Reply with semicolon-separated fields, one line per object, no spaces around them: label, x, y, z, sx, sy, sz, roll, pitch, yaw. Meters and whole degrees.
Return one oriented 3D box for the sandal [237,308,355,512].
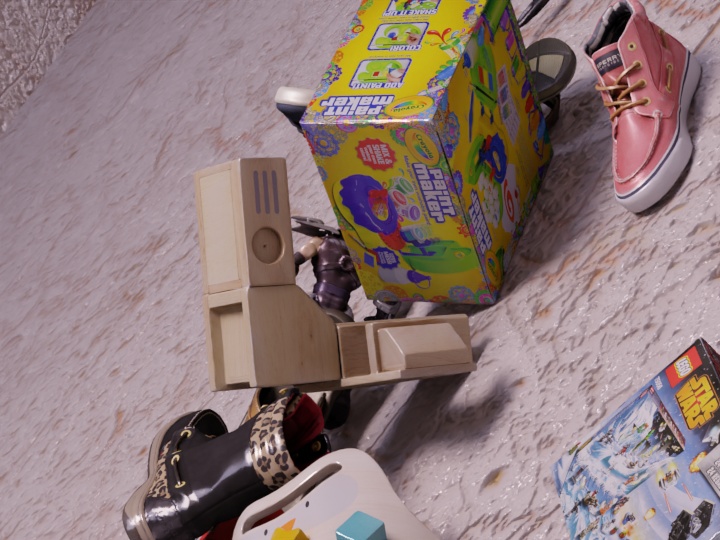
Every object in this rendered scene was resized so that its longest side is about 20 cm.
sandal;-0.057;0.121;1.761;0.201;0.081;0.055;-63;-14;-10

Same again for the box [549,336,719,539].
box;0.192;0.140;1.326;0.137;0.040;0.200;-43;20;16

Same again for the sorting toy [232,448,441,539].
sorting toy;-0.034;0.212;1.484;0.200;0.107;0.180;-35;35;15

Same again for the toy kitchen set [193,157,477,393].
toy kitchen set;0.000;0.000;1.660;0.163;0.199;0.182;-11;83;58

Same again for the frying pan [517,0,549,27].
frying pan;0.234;-0.313;2.100;0.115;0.031;0.191;-11;44;59

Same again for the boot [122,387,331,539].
boot;-0.094;0.142;1.648;0.150;0.073;0.200;-29;11;19

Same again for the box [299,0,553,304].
box;0.062;-0.110;1.783;0.121;0.201;0.193;1;44;25

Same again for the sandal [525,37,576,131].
sandal;0.149;-0.149;1.941;0.080;0.057;0.201;-65;11;-27

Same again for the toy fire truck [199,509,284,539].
toy fire truck;-0.143;0.268;1.675;0.141;0.049;0.200;-47;3;37

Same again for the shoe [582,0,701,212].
shoe;0.217;-0.136;1.715;0.071;0.091;0.201;-32;25;36

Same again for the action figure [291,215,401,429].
action figure;-0.030;0.035;1.859;0.069;0.129;0.201;117;168;-63

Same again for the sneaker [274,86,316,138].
sneaker;-0.012;-0.099;1.862;0.075;0.200;0.085;13;82;38
